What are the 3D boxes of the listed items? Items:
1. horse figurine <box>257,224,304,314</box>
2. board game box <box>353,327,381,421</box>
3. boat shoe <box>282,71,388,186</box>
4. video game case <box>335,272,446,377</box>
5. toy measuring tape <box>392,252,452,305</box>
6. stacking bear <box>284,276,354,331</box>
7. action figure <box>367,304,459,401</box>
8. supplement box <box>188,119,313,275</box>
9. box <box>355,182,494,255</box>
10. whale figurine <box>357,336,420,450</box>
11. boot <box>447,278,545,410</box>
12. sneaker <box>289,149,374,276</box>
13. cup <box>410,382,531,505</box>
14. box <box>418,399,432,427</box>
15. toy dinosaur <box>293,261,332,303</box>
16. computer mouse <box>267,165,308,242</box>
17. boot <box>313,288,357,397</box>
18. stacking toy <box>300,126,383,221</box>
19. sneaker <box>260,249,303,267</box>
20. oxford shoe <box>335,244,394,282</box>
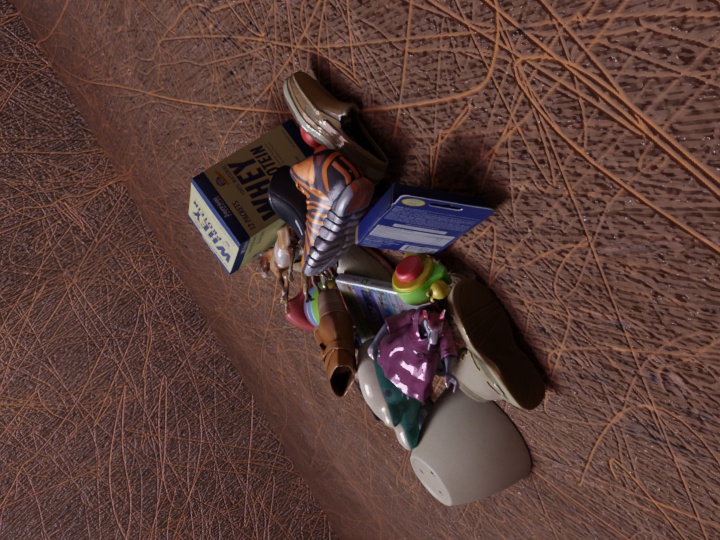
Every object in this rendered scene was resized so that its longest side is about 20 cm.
[{"bbox_3d":[-0.125,-0.022,1.182,0.201,0.049,0.134,120,144,-50],"label":"horse figurine"},{"bbox_3d":[0.023,0.205,1.356,0.202,0.034,0.135,60,156,-7],"label":"board game box"},{"bbox_3d":[-0.028,-0.209,0.969,0.201,0.071,0.076,50,138,4],"label":"boat shoe"},{"bbox_3d":[0.063,0.094,1.165,0.180,0.022,0.201,11,140,33],"label":"video game case"},{"bbox_3d":[0.064,0.001,1.018,0.200,0.073,0.074,40,156,55],"label":"toy measuring tape"},{"bbox_3d":[-0.038,0.061,1.317,0.114,0.122,0.199,40,155,-23],"label":"stacking bear"},{"bbox_3d":[0.095,0.101,0.995,0.133,0.149,0.201,30,144,7],"label":"action figure"},{"bbox_3d":[-0.179,-0.122,1.215,0.135,0.199,0.200,53,159,3],"label":"supplement box"},{"bbox_3d":[0.077,-0.065,0.881,0.200,0.119,0.033,141,135,-69],"label":"box"},{"bbox_3d":[0.067,0.198,1.152,0.160,0.103,0.202,-87,-25,-65],"label":"whale figurine"},{"bbox_3d":[0.165,0.109,1.003,0.201,0.073,0.155,55,160,-6],"label":"boot"},{"bbox_3d":[-0.055,-0.089,0.980,0.112,0.077,0.201,49,134,20],"label":"sneaker"},{"bbox_3d":[0.169,0.313,1.190,0.200,0.143,0.201,45,156,26],"label":"cup"},{"bbox_3d":[0.065,0.234,1.421,0.201,0.051,0.157,58,159,-4],"label":"box"},{"bbox_3d":[-0.087,0.001,1.244,0.200,0.058,0.102,-19,89,66],"label":"toy dinosaur"},{"bbox_3d":[-0.060,-0.104,1.070,0.046,0.141,0.201,11,149,33],"label":"computer mouse"},{"bbox_3d":[-0.039,0.148,1.188,0.201,0.073,0.156,79,179,-51],"label":"boot"},{"bbox_3d":[-0.028,-0.146,1.039,0.202,0.085,0.085,61,159,2],"label":"stacking toy"},{"bbox_3d":[-0.124,-0.036,1.366,0.199,0.085,0.078,20,103,41],"label":"sneaker"},{"bbox_3d":[0.000,0.000,1.184,0.200,0.073,0.071,48,157,19],"label":"oxford shoe"}]
